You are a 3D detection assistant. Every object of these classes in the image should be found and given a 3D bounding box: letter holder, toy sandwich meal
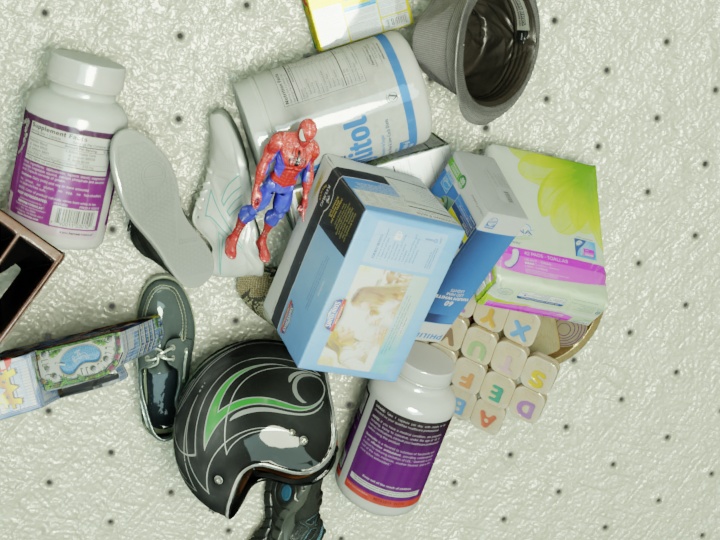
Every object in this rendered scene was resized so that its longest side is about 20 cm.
[{"bbox_3d":[-0.410,0.017,1.287,0.100,0.200,0.143,37,74,-19],"label":"letter holder"},{"bbox_3d":[0.220,0.045,1.517,0.203,0.070,0.207,-3,107,-11],"label":"toy sandwich meal"}]

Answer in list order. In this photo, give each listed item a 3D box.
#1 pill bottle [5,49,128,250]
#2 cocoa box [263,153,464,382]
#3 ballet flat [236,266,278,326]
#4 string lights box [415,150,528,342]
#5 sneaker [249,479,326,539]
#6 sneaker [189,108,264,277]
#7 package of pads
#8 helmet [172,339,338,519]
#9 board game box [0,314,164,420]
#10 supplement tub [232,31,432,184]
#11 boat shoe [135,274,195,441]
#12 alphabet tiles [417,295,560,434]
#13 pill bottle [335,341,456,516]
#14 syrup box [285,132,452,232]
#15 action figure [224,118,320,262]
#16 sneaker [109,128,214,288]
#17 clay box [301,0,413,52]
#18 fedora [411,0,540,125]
[{"bbox_3d":[-0.316,-0.133,1.329,0.111,0.112,0.202,12,103,-15],"label":"pill bottle"},{"bbox_3d":[0.000,0.000,1.336,0.132,0.131,0.201,10,115,-30],"label":"cocoa box"},{"bbox_3d":[-0.058,0.061,1.461,0.199,0.075,0.068,34,98,-19],"label":"ballet flat"},{"bbox_3d":[0.099,-0.024,1.381,0.059,0.103,0.201,8,131,-32],"label":"string lights box"},{"bbox_3d":[-0.080,0.303,1.541,0.081,0.073,0.201,12,106,-38],"label":"sneaker"},{"bbox_3d":[-0.160,-0.084,1.400,0.079,0.070,0.202,-8,107,-3],"label":"sneaker"},{"bbox_3d":[0.204,-0.045,1.435,0.153,0.201,0.068,11,148,-16],"label":"package of pads"},{"bbox_3d":[-0.124,0.182,1.420,0.189,0.200,0.202,-8,108,-3],"label":"helmet"},{"bbox_3d":[-0.330,0.109,1.324,0.198,0.200,0.062,-13,94,9],"label":"board game box"},{"bbox_3d":[-0.031,-0.178,1.367,0.198,0.132,0.133,-20,109,-6],"label":"supplement tub"},{"bbox_3d":[-0.230,0.107,1.444,0.072,0.062,0.202,1,106,-13],"label":"boat shoe"},{"bbox_3d":[0.138,0.107,1.482,0.199,0.015,0.197,25,127,12],"label":"alphabet tiles"},{"bbox_3d":[0.047,0.191,1.486,0.112,0.113,0.201,13,114,-15],"label":"pill bottle"},{"bbox_3d":[0.010,-0.093,1.428,0.198,0.079,0.082,-17,109,-7],"label":"syrup box"},{"bbox_3d":[-0.088,-0.085,1.307,0.065,0.052,0.201,9,133,-22],"label":"action figure"},{"bbox_3d":[-0.240,-0.073,1.360,0.071,0.099,0.201,-39,124,-21],"label":"sneaker"},{"bbox_3d":[-0.021,-0.358,1.360,0.114,0.048,0.202,-17,108,-6],"label":"clay box"},{"bbox_3d":[0.121,-0.257,1.368,0.200,0.090,0.178,-29,125,-48],"label":"fedora"}]
